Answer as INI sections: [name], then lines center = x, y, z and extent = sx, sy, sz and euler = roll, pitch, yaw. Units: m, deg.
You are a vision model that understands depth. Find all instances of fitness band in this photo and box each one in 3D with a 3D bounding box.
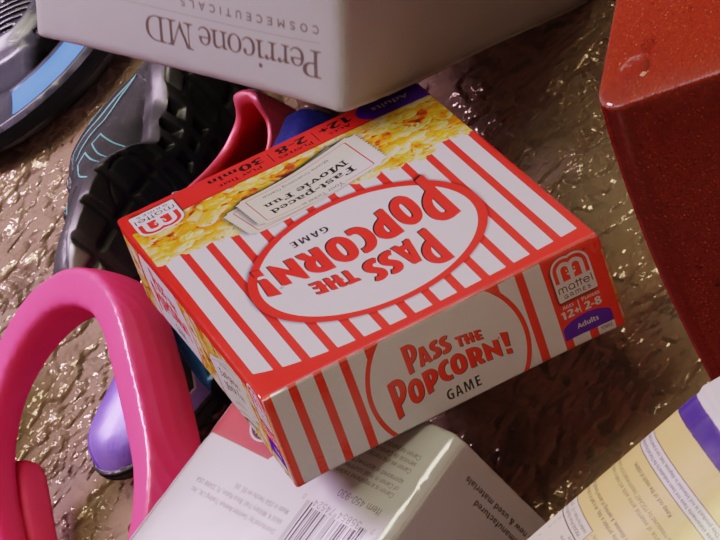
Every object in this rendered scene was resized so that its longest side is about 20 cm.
[fitness band]
center = -0.127, 0.091, 1.358
extent = 0.144, 0.037, 0.200
euler = -52, 40, 34

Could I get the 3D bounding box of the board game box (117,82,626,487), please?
[board game box]
center = 0.000, 0.000, 1.250
extent = 0.151, 0.046, 0.200
euler = -26, 29, -11

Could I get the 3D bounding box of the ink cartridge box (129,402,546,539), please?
[ink cartridge box]
center = -0.035, 0.150, 1.218
extent = 0.200, 0.083, 0.147
euler = -53, 35, -11

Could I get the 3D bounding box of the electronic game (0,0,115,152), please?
[electronic game]
center = -0.199, -0.142, 1.723
extent = 0.200, 0.042, 0.200
euler = -28, 38, 25

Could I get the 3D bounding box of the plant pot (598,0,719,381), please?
[plant pot]
center = 0.198, -0.074, 1.120
extent = 0.200, 0.176, 0.200
euler = -18, 44, 35

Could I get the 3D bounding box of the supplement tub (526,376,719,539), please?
[supplement tub]
center = 0.104, 0.147, 1.022
extent = 0.200, 0.145, 0.145
euler = -41, 35, 7

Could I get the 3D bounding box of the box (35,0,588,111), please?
[box]
center = -0.024, -0.195, 1.383
extent = 0.199, 0.172, 0.200
euler = 16, 30, 36

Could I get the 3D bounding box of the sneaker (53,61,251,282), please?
[sneaker]
center = -0.113, -0.040, 1.512
extent = 0.079, 0.075, 0.200
euler = -32, 23, 39

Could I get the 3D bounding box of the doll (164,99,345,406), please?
[doll]
center = -0.020, 0.011, 1.358
extent = 0.136, 0.048, 0.200
euler = 11, 67, 18

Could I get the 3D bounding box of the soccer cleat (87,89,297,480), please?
[soccer cleat]
center = -0.081, 0.006, 1.420
extent = 0.068, 0.073, 0.200
euler = 13, 64, 51
